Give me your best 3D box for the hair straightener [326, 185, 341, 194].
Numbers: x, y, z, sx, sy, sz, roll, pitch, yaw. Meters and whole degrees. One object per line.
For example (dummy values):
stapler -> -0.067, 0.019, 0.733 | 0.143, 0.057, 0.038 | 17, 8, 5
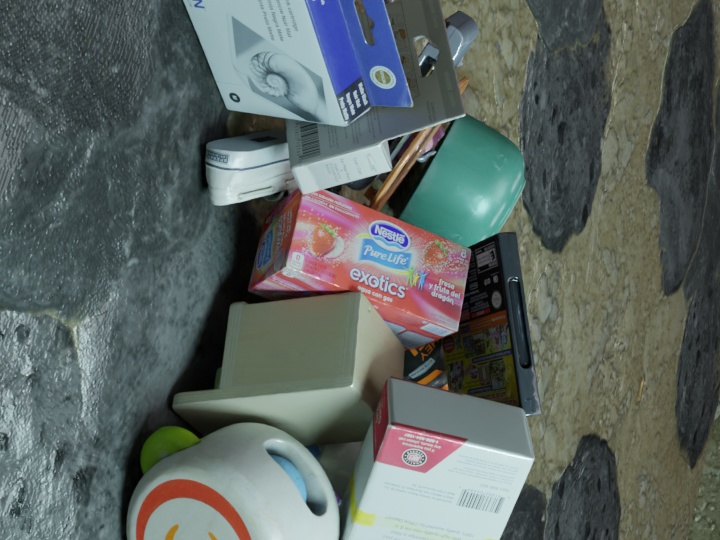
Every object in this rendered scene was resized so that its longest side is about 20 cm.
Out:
hair straightener -> -0.037, -0.066, 1.511 | 0.041, 0.077, 0.201 | 31, 70, -32

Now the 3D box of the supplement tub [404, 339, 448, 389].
supplement tub -> 0.039, 0.059, 1.591 | 0.200, 0.122, 0.123 | 40, 62, -37

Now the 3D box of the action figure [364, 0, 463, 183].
action figure -> 0.029, -0.225, 1.593 | 0.149, 0.134, 0.200 | -39, 138, -12

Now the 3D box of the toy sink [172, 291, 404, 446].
toy sink -> -0.071, 0.102, 1.410 | 0.130, 0.199, 0.113 | 52, 36, -53

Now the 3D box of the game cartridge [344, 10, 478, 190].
game cartridge -> 0.055, -0.180, 1.479 | 0.200, 0.040, 0.133 | -55, -177, 20

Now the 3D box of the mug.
mug -> 0.125, -0.091, 1.712 | 0.185, 0.114, 0.152 | -60, -178, 45

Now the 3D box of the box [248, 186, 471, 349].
box -> 0.000, 0.000, 1.426 | 0.199, 0.103, 0.095 | 21, 66, -21

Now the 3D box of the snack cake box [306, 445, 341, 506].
snack cake box -> -0.002, 0.209, 1.571 | 0.115, 0.067, 0.201 | 21, 46, -62

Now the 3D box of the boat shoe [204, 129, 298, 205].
boat shoe -> -0.084, -0.103, 1.426 | 0.200, 0.072, 0.066 | -20, 120, -57

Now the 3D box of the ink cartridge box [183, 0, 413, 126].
ink cartridge box -> -0.066, -0.223, 1.287 | 0.041, 0.199, 0.200 | -58, 143, -35

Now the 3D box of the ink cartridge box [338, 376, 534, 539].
ink cartridge box -> 0.064, 0.218, 1.351 | 0.084, 0.144, 0.201 | -94, -160, -60

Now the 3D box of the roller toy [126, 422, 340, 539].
roller toy -> -0.118, 0.248, 1.348 | 0.140, 0.181, 0.202 | -23, 118, -58

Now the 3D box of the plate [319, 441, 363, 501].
plate -> 0.037, 0.224, 1.510 | 0.200, 0.032, 0.200 | 55, 24, -17

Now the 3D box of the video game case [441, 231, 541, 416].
video game case -> 0.128, 0.066, 1.459 | 0.025, 0.200, 0.182 | -5, 83, -17

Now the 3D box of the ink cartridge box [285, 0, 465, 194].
ink cartridge box -> 0.011, -0.181, 1.386 | 0.045, 0.175, 0.201 | 65, 13, -47

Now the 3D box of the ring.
ring -> 0.051, -0.127, 1.497 | 0.201, 0.019, 0.200 | -54, 177, -3
